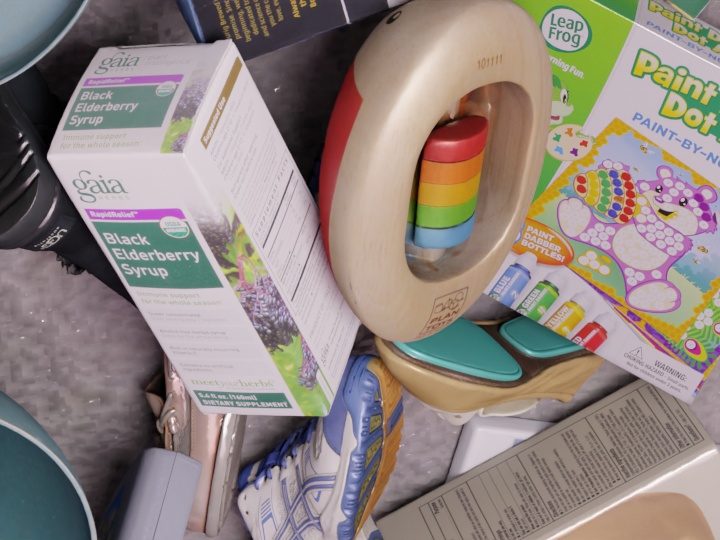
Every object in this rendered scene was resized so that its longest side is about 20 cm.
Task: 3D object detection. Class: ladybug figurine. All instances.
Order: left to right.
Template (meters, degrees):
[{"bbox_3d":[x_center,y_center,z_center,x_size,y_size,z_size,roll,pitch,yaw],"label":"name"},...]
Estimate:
[{"bbox_3d":[0.031,-0.054,1.238,0.136,0.072,0.200,-20,132,-39],"label":"ladybug figurine"}]

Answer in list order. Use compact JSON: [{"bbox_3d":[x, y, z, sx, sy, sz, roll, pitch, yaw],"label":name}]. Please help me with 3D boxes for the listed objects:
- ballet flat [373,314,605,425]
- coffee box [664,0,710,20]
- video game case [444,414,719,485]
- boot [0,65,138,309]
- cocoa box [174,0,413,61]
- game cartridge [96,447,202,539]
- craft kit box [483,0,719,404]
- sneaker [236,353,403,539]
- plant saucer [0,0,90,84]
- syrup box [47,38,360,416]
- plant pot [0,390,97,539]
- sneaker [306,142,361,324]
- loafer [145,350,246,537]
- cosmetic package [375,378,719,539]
[{"bbox_3d":[0.072,0.060,1.399,0.200,0.069,0.063,-2,128,-49],"label":"ballet flat"},{"bbox_3d":[0.095,-0.213,1.273,0.200,0.123,0.044,31,104,-29],"label":"coffee box"},{"bbox_3d":[0.135,0.183,1.546,0.199,0.023,0.183,8,114,-20],"label":"video game case"},{"bbox_3d":[-0.173,-0.076,1.283,0.076,0.200,0.168,-36,156,13],"label":"boot"},{"bbox_3d":[-0.055,-0.226,1.216,0.131,0.133,0.200,-20,121,-5],"label":"cocoa box"},{"bbox_3d":[-0.139,0.186,1.376,0.040,0.134,0.200,23,142,-7],"label":"game cartridge"},{"bbox_3d":[0.140,-0.051,1.340,0.200,0.049,0.198,28,122,2],"label":"craft kit box"},{"bbox_3d":[-0.032,0.124,1.415,0.088,0.075,0.200,23,128,15],"label":"sneaker"},{"bbox_3d":[-0.196,-0.181,1.193,0.200,0.200,0.027,-53,160,14],"label":"plant saucer"},{"bbox_3d":[-0.073,-0.018,1.239,0.079,0.082,0.200,-1,139,26],"label":"syrup box"},{"bbox_3d":[-0.252,0.127,1.340,0.199,0.135,0.201,-7,118,-13],"label":"plant pot"},{"bbox_3d":[0.000,0.000,1.353,0.085,0.077,0.200,25,125,6],"label":"sneaker"},{"bbox_3d":[-0.093,0.054,1.395,0.063,0.072,0.201,10,113,2],"label":"loafer"},{"bbox_3d":[0.119,0.151,1.454,0.200,0.105,0.071,-28,119,2],"label":"cosmetic package"}]
